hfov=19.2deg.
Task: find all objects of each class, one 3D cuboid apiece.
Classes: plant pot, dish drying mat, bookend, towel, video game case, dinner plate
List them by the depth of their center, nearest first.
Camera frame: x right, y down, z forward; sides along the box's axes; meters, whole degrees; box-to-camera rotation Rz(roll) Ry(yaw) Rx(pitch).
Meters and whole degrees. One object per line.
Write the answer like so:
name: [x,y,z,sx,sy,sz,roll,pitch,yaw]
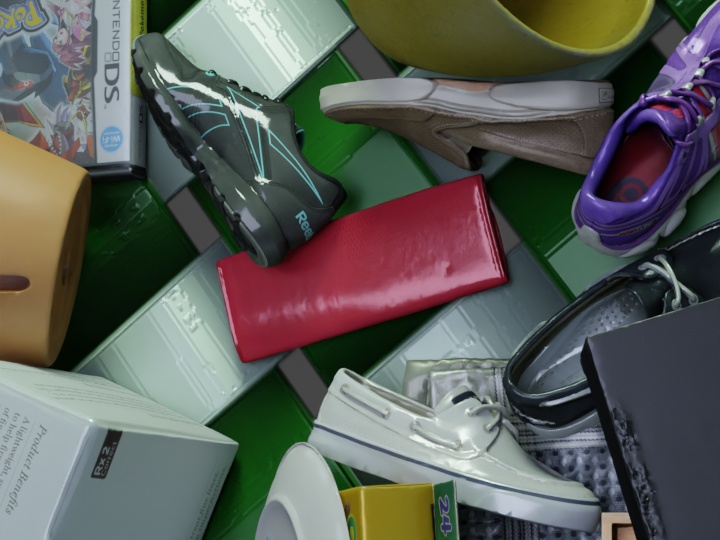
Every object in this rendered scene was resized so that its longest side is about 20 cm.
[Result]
bookend: [0.249,0.108,1.214,0.199,0.092,0.200,-17,81,1]
dinner plate: [-0.041,0.208,1.328,0.024,0.200,0.201,1,81,-18]
plant pot: [0.070,-0.201,1.340,0.142,0.199,0.201,-27,72,45]
towel: [0.112,0.150,1.343,0.199,0.035,0.194,-2,82,23]
dish drying mat: [0.000,0.000,1.420,0.199,0.018,0.077,-18,76,19]
plant pot: [-0.265,-0.015,1.445,0.139,0.200,0.201,10,87,0]
video game case: [-0.246,-0.150,1.539,0.199,0.025,0.182,-3,82,22]

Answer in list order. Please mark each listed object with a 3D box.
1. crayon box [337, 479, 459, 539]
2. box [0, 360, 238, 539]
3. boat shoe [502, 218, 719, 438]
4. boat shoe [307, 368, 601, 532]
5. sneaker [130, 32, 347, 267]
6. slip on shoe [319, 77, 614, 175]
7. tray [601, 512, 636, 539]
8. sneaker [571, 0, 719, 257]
crayon box: [0.006,0.198,1.301,0.051,0.200,0.127,0,80,-19]
box: [-0.207,0.173,1.386,0.130,0.200,0.200,22,92,26]
boat shoe: [0.176,0.029,1.303,0.200,0.060,0.076,-41,59,0]
boat shoe: [0.062,0.108,1.324,0.199,0.071,0.070,16,89,30]
sneaker: [-0.087,-0.092,1.451,0.079,0.075,0.200,-33,68,-9]
slip on shoe: [0.067,-0.094,1.379,0.199,0.076,0.061,2,96,17]
tray: [0.245,0.195,1.263,0.199,0.037,0.099,-1,80,12]
sneaker: [0.204,-0.095,1.300,0.080,0.083,0.200,34,82,16]
